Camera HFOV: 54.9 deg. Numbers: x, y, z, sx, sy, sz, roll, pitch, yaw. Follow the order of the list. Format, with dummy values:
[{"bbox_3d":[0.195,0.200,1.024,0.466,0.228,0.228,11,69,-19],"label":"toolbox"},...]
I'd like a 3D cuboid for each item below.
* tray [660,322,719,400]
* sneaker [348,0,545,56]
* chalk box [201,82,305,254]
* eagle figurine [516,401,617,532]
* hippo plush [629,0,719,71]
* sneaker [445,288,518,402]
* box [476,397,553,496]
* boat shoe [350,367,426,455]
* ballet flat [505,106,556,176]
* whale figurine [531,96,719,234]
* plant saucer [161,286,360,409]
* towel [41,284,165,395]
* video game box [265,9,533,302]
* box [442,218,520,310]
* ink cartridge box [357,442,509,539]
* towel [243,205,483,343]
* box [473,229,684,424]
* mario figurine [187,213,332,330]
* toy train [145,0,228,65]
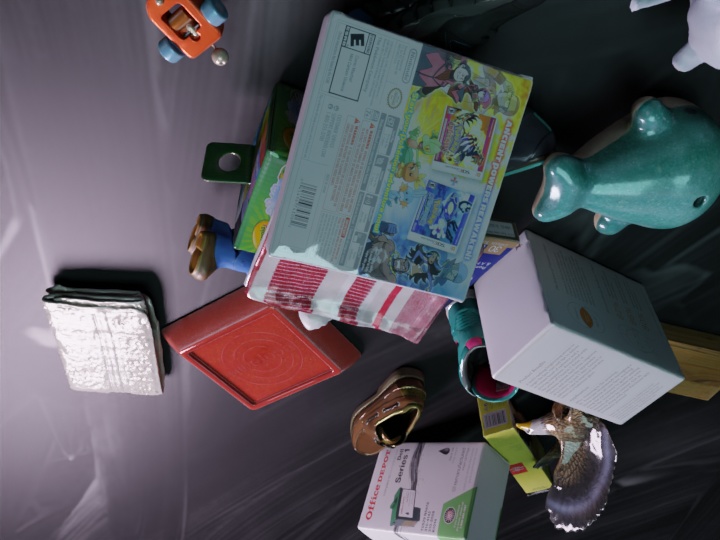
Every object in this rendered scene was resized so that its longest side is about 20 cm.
[{"bbox_3d":[0.427,0.124,0.963,0.198,0.037,0.099,12,132,-15],"label":"tray"},{"bbox_3d":[0.078,-0.216,0.610,0.199,0.074,0.082,-14,142,23],"label":"sneaker"},{"bbox_3d":[-0.052,-0.090,0.679,0.198,0.125,0.124,15,132,-18],"label":"chalk box"},{"bbox_3d":[0.290,0.229,0.953,0.151,0.150,0.201,-30,115,-30],"label":"eagle figurine"},{"bbox_3d":[0.308,-0.234,0.524,0.158,0.201,0.161,-7,146,35],"label":"hippo plush"},{"bbox_3d":[0.182,0.122,0.892,0.083,0.121,0.200,-30,128,24],"label":"sneaker"},{"bbox_3d":[0.241,0.268,1.067,0.050,0.076,0.200,-21,132,18],"label":"box"},{"bbox_3d":[0.034,0.226,1.022,0.071,0.068,0.201,12,133,-15],"label":"boat shoe"},{"bbox_3d":[0.101,-0.109,0.714,0.199,0.073,0.073,-23,131,27],"label":"ballet flat"},{"bbox_3d":[0.269,-0.089,0.677,0.198,0.104,0.160,-14,137,-19],"label":"whale figurine"},{"bbox_3d":[-0.131,0.111,0.929,0.199,0.037,0.200,-26,130,21],"label":"plant saucer"},{"bbox_3d":[-0.330,0.095,0.908,0.131,0.035,0.201,5,134,-5],"label":"towel"},{"bbox_3d":[0.031,-0.090,0.587,0.181,0.047,0.202,14,100,-14],"label":"video game box"},{"bbox_3d":[0.074,0.002,0.792,0.120,0.033,0.200,5,149,-26],"label":"box"},{"bbox_3d":[0.108,0.340,1.039,0.199,0.147,0.084,-13,135,40],"label":"ink cartridge box"},{"bbox_3d":[0.000,0.000,0.669,0.198,0.023,0.144,15,131,-16],"label":"towel"},{"bbox_3d":[0.253,0.069,0.823,0.199,0.153,0.107,22,129,-20],"label":"box"},{"bbox_3d":[-0.092,0.011,0.765,0.199,0.124,0.106,16,149,-22],"label":"mario figurine"},{"bbox_3d":[-0.121,-0.268,0.558,0.199,0.056,0.150,-32,128,29],"label":"toy train"}]
